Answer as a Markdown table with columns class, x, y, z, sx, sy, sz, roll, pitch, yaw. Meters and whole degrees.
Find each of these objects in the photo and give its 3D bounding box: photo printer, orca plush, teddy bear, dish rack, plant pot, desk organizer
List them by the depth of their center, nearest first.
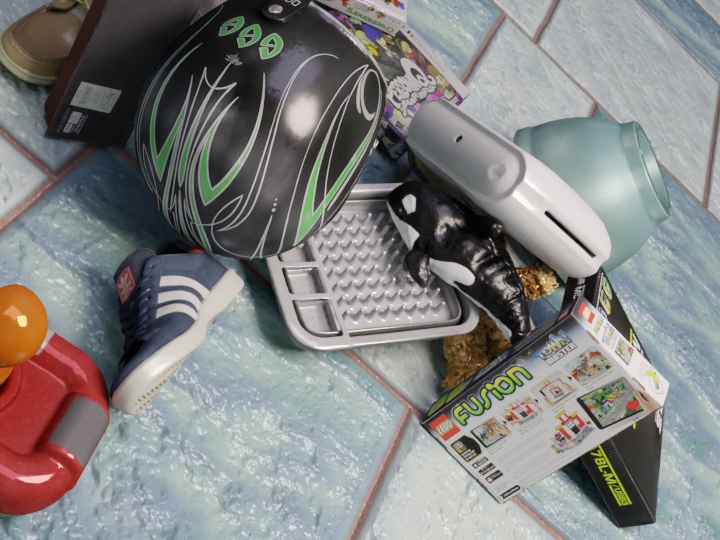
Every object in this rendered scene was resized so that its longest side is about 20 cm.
| class | x | y | z | sx | sy | sz | roll | pitch | yaw |
| --- | --- | --- | --- | --- | --- | --- | --- | --- | --- |
| desk organizer | -0.196 | -0.200 | 0.854 | 0.071 | 0.200 | 0.077 | 7 | 47 | -36 |
| orca plush | 0.104 | -0.013 | 0.955 | 0.105 | 0.071 | 0.201 | -13 | 65 | -34 |
| dish rack | 0.000 | 0.000 | 0.968 | 0.199 | 0.044 | 0.172 | -4 | 59 | -28 |
| teddy bear | 0.118 | 0.032 | 1.025 | 0.067 | 0.144 | 0.201 | 60 | 36 | -59 |
| photo printer | 0.149 | -0.077 | 1.026 | 0.166 | 0.070 | 0.200 | 35 | 7 | -38 |
| plant pot | 0.280 | -0.096 | 1.222 | 0.200 | 0.134 | 0.201 | 45 | 34 | -42 |

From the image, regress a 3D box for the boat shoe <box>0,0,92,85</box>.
| class | x | y | z | sx | sy | sz | roll | pitch | yaw |
| --- | --- | --- | --- | --- | --- | --- | --- | --- | --- |
| boat shoe | -0.244 | -0.227 | 0.938 | 0.074 | 0.066 | 0.200 | 45 | 38 | -4 |

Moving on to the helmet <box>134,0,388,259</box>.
| class | x | y | z | sx | sy | sz | roll | pitch | yaw |
| --- | --- | --- | --- | --- | --- | --- | --- | --- | --- |
| helmet | -0.087 | -0.107 | 0.839 | 0.200 | 0.200 | 0.191 | 37 | 78 | -14 |

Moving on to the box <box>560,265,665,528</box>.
| class | x | y | z | sx | sy | sz | roll | pitch | yaw |
| --- | --- | --- | --- | --- | --- | --- | --- | --- | --- |
| box | 0.259 | 0.126 | 1.086 | 0.194 | 0.047 | 0.200 | 57 | 33 | -22 |

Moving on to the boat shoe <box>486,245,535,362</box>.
| class | x | y | z | sx | sy | sz | roll | pitch | yaw |
| --- | --- | --- | --- | --- | --- | --- | --- | --- | --- |
| boat shoe | 0.155 | 0.073 | 1.074 | 0.072 | 0.060 | 0.202 | 52 | 20 | -61 |

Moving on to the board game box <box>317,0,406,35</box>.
| class | x | y | z | sx | sy | sz | roll | pitch | yaw |
| --- | --- | --- | --- | --- | --- | --- | --- | --- | --- |
| board game box | -0.002 | -0.390 | 1.253 | 0.126 | 0.035 | 0.201 | 18 | 58 | -27 |

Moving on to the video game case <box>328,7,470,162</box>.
| class | x | y | z | sx | sy | sz | roll | pitch | yaw |
| --- | --- | --- | --- | --- | --- | --- | --- | --- | --- |
| video game case | 0.025 | -0.234 | 1.229 | 0.181 | 0.036 | 0.200 | 46 | 38 | 0 |

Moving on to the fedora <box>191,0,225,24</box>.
| class | x | y | z | sx | sy | sz | roll | pitch | yaw |
| --- | --- | --- | --- | --- | --- | --- | --- | --- | --- |
| fedora | -0.113 | -0.288 | 1.074 | 0.176 | 0.090 | 0.201 | -6 | 58 | -33 |

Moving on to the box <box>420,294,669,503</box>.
| class | x | y | z | sx | sy | sz | roll | pitch | yaw |
| --- | --- | --- | --- | --- | --- | --- | --- | --- | --- |
| box | 0.157 | 0.118 | 0.918 | 0.110 | 0.200 | 0.035 | 45 | 38 | -3 |

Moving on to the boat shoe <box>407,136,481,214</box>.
| class | x | y | z | sx | sy | sz | roll | pitch | yaw |
| --- | --- | --- | --- | --- | --- | --- | --- | --- | --- |
| boat shoe | 0.135 | -0.104 | 1.171 | 0.200 | 0.074 | 0.076 | 29 | 47 | -44 |

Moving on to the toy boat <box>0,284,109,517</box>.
| class | x | y | z | sx | sy | sz | roll | pitch | yaw |
| --- | --- | --- | --- | --- | --- | --- | --- | --- | --- |
| toy boat | -0.238 | 0.052 | 0.650 | 0.200 | 0.131 | 0.131 | 37 | 39 | -14 |

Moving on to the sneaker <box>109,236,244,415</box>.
| class | x | y | z | sx | sy | sz | roll | pitch | yaw |
| --- | --- | --- | --- | --- | --- | --- | --- | --- | --- |
| sneaker | -0.158 | 0.033 | 0.784 | 0.084 | 0.075 | 0.200 | 40 | 21 | -7 |
